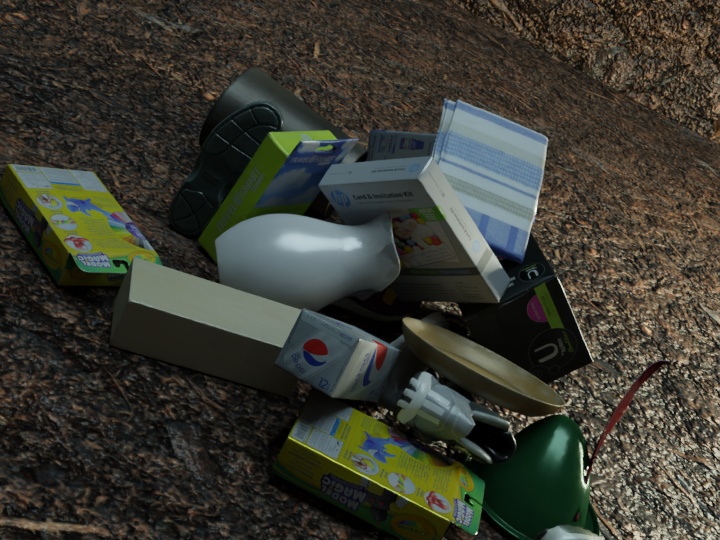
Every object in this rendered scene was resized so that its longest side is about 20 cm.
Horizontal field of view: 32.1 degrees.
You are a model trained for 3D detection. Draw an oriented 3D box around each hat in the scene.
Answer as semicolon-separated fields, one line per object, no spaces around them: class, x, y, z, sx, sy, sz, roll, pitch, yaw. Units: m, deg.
hat;0.222;0.175;1.331;0.165;0.177;0.200;26;24;-2

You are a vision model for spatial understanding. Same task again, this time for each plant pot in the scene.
plant pot;0.129;0.109;1.366;0.199;0.028;0.200;26;7;-3

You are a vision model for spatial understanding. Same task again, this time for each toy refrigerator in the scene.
toy refrigerator;-0.156;0.062;1.305;0.199;0.070;0.076;18;33;-19

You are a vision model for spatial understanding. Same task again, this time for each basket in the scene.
basket;-0.101;-0.174;1.754;0.199;0.136;0.180;34;20;6

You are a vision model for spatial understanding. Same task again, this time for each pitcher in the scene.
pitcher;-0.063;0.003;1.438;0.198;0.172;0.122;-7;67;-7

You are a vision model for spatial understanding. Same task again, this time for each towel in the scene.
towel;0.150;-0.112;1.531;0.146;0.024;0.201;20;57;-6

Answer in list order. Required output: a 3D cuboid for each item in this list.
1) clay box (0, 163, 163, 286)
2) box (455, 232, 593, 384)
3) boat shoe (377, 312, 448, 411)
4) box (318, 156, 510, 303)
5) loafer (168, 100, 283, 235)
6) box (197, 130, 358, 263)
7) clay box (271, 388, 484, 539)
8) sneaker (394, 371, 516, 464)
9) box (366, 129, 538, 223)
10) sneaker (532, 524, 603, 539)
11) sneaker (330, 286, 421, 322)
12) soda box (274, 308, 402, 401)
clay box;-0.307;-0.042;1.378;0.114;0.048;0.200;2;35;-43
box;0.188;0.035;1.568;0.149;0.124;0.200;60;7;-31
boat shoe;0.064;0.107;1.446;0.069;0.072;0.200;47;24;7
box;0.064;-0.043;1.449;0.155;0.200;0.041;0;46;43
loafer;-0.164;-0.132;1.521;0.072;0.200;0.063;39;19;-8
box;-0.100;-0.097;1.508;0.048;0.200;0.122;49;31;19
clay box;0.021;0.199;1.219;0.199;0.048;0.115;28;22;1
sneaker;0.113;0.167;1.304;0.115;0.075;0.200;28;0;22
box;0.134;-0.137;1.833;0.199;0.106;0.183;11;3;40
sneaker;0.258;0.319;1.236;0.199;0.077;0.089;13;40;-17
sneaker;0.000;0.000;1.556;0.199;0.090;0.075;13;27;-27
soda box;-0.018;0.089;1.266;0.068;0.064;0.200;27;0;16
